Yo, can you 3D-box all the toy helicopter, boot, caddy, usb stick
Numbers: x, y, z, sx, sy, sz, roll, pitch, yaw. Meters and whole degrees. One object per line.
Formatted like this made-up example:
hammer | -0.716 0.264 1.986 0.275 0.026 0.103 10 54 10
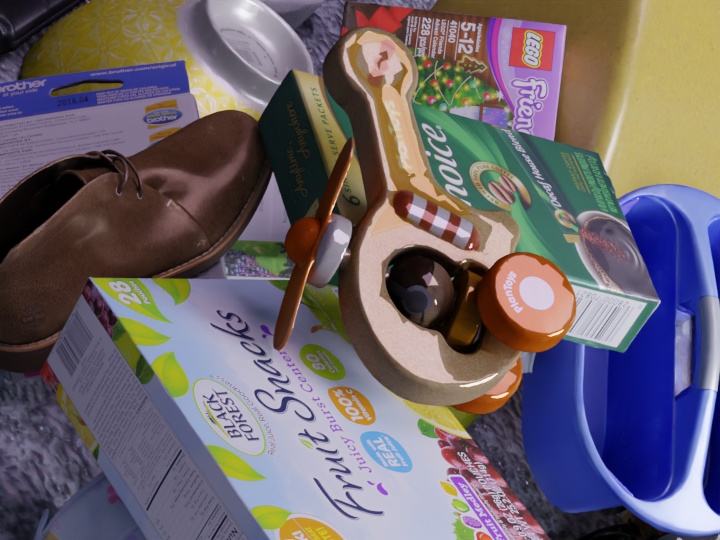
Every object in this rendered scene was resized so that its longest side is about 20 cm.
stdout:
toy helicopter | 0.013 -0.028 1.265 0.131 0.079 0.201 -1 61 -26
boot | -0.116 -0.034 1.337 0.073 0.076 0.200 25 50 32
caddy | 0.170 0.053 1.489 0.140 0.105 0.202 13 68 -24
usb stick | -0.195 -0.176 1.612 0.055 0.033 0.200 36 28 2

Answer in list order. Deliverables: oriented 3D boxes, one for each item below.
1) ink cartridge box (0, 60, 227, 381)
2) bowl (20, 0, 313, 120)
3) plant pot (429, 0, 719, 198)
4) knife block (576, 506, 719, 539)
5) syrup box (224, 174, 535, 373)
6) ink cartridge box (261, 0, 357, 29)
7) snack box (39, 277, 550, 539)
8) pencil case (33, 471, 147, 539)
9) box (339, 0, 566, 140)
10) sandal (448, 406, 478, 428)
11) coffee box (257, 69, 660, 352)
ink cartridge box | -0.137 -0.031 1.416 0.118 0.042 0.201 -9 46 -4
bowl | -0.091 -0.102 1.570 0.199 0.108 0.201 32 30 -21
plant pot | 0.140 -0.107 1.712 0.194 0.201 0.195 26 14 37
knife block | 0.215 0.139 1.587 0.064 0.199 0.176 55 0 20
syrup box | 0.000 0.000 1.473 0.198 0.082 0.079 2 40 -1
ink cartridge box | -0.117 -0.242 1.796 0.200 0.041 0.199 54 29 17
snack box | -0.028 0.090 1.228 0.168 0.068 0.200 2 38 -42
pencil case | -0.066 0.177 1.251 0.200 0.091 0.083 51 -11 10
box | 0.044 -0.057 1.577 0.136 0.039 0.201 6 69 3
sandal | 0.068 0.033 1.635 0.087 0.080 0.200 42 26 5
coffee box | 0.051 -0.030 1.378 0.199 0.044 0.123 14 38 -28
